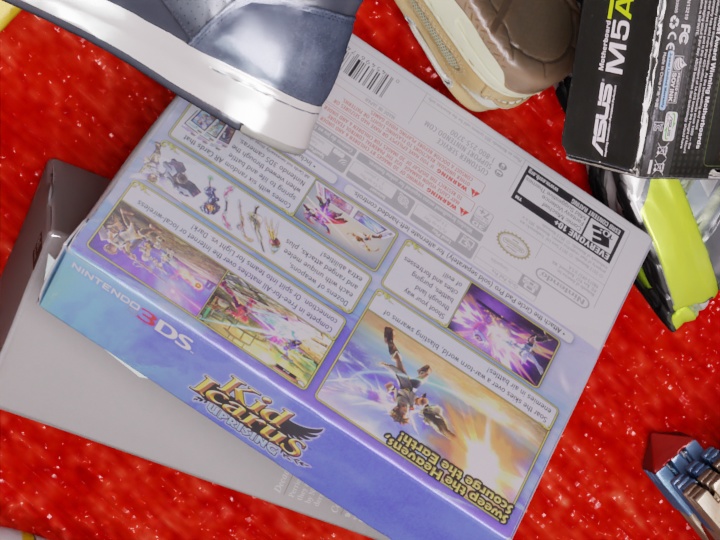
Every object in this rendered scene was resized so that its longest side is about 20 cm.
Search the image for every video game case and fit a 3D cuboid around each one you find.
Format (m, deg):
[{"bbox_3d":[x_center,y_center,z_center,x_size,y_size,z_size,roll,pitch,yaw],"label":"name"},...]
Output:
[{"bbox_3d":[0.000,0.000,0.914,0.199,0.182,0.046,34,137,-2],"label":"video game case"}]

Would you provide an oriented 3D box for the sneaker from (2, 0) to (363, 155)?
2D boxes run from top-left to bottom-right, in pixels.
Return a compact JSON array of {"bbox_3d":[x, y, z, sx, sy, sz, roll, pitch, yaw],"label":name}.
[{"bbox_3d":[-0.078,-0.154,0.863,0.201,0.077,0.147,27,101,-4],"label":"sneaker"}]

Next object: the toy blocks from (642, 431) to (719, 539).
[{"bbox_3d":[0.193,0.123,0.999,0.100,0.200,0.137,-40,97,-3],"label":"toy blocks"}]

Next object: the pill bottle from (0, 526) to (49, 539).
[{"bbox_3d":[-0.131,0.179,1.003,0.199,0.113,0.113,20,104,-13],"label":"pill bottle"}]

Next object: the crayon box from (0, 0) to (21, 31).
[{"bbox_3d":[-0.195,-0.138,0.926,0.126,0.052,0.200,42,97,-18],"label":"crayon box"}]

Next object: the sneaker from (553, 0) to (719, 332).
[{"bbox_3d":[0.131,-0.078,0.987,0.080,0.074,0.201,-25,115,-11],"label":"sneaker"}]

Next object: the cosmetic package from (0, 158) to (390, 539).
[{"bbox_3d":[-0.055,0.035,0.971,0.198,0.107,0.091,19,106,-11],"label":"cosmetic package"}]

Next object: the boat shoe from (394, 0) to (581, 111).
[{"bbox_3d":[0.014,-0.155,0.940,0.071,0.076,0.201,-25,91,-34],"label":"boat shoe"}]

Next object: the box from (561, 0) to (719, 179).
[{"bbox_3d":[0.171,-0.137,0.919,0.192,0.047,0.202,-4,105,-45],"label":"box"}]
